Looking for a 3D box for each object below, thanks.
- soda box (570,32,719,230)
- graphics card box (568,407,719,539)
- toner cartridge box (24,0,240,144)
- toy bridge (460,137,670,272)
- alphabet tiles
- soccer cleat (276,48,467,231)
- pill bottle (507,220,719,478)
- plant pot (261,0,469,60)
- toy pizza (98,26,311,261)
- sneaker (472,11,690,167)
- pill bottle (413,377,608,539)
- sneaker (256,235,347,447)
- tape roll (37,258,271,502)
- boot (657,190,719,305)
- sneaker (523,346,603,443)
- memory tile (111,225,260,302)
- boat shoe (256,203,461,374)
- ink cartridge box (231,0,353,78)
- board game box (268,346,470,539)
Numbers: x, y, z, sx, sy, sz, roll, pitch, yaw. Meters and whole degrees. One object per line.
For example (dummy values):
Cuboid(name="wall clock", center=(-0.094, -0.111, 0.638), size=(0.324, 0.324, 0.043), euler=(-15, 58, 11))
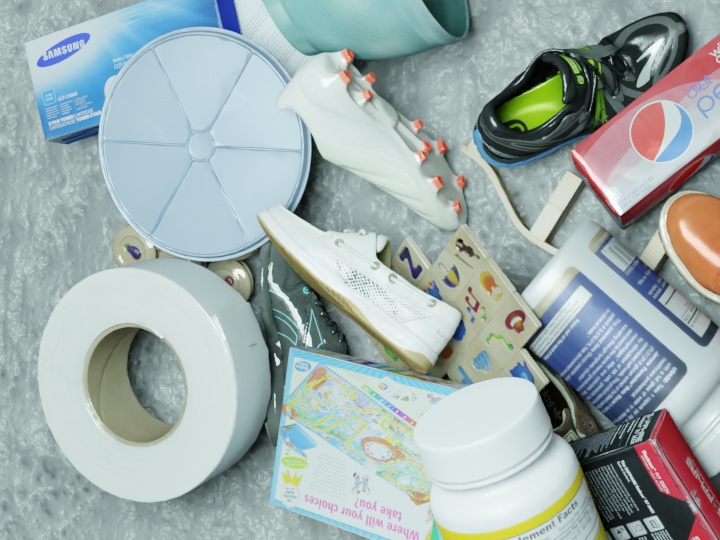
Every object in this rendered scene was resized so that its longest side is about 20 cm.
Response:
Cuboid(name="soda box", center=(0.265, -0.123, 1.014), size=(0.199, 0.063, 0.070), euler=(-39, 74, 6))
Cuboid(name="graphics card box", center=(0.181, 0.196, 0.995), size=(0.199, 0.051, 0.126), euler=(-28, 101, 37))
Cuboid(name="toner cartridge box", center=(-0.204, -0.188, 1.172), size=(0.197, 0.043, 0.097), euler=(-15, 86, 17))
Cuboid(name="toy bridge", center=(0.165, -0.052, 1.082), size=(0.199, 0.027, 0.068), euler=(35, 100, 18))
Cuboid(name="alphabet tiles", center=(0.075, 0.054, 1.053), size=(0.168, 0.007, 0.201), euler=(54, 145, 16))
Cuboid(name="soccer cleat", center=(0.014, -0.102, 1.086), size=(0.077, 0.070, 0.200), euler=(-30, 119, 31))
Cuboid(name="pill bottle", center=(0.219, 0.065, 1.004), size=(0.200, 0.111, 0.111), euler=(42, 101, 8))
Cuboid(name="plant pot", center=(-0.011, -0.260, 1.072), size=(0.133, 0.200, 0.203), euler=(-21, 80, 21))
Cuboid(name="toy pizza", center=(-0.135, -0.110, 1.122), size=(0.197, 0.032, 0.204), euler=(2, 98, 14))
Cuboid(name="sneaker", center=(0.182, -0.148, 1.041), size=(0.197, 0.083, 0.071), euler=(-27, 75, -1))
Cuboid(name="pill bottle", center=(0.117, 0.187, 0.923), size=(0.113, 0.114, 0.202), euler=(-17, 107, 19))
Cuboid(name="sneaker", center=(-0.049, 0.055, 1.144), size=(0.078, 0.075, 0.204), euler=(-4, 91, 6))
Cuboid(name="tape roll", center=(-0.178, 0.093, 1.110), size=(0.199, 0.071, 0.206), euler=(3, 98, 22))
Cuboid(name="boot", center=(0.311, 0.002, 0.975), size=(0.075, 0.107, 0.200), euler=(-44, 73, -5))
Cuboid(name="sneaker", center=(0.172, 0.150, 1.041), size=(0.070, 0.075, 0.201), euler=(-40, 74, 14))
Cuboid(name="memory tile", center=(-0.161, -0.026, 1.184), size=(0.151, 0.017, 0.203), euler=(19, 108, 20))
Cuboid(name="boat shoe", center=(0.000, 0.000, 1.057), size=(0.199, 0.071, 0.069), euler=(39, 83, 20))
Cuboid(name="ink cartridge box", center=(-0.128, -0.180, 1.192), size=(0.200, 0.041, 0.200), euler=(44, 102, 13))
Cuboid(name="board game box", center=(0.019, 0.147, 1.040), size=(0.198, 0.034, 0.137), euler=(12, 95, 35))
